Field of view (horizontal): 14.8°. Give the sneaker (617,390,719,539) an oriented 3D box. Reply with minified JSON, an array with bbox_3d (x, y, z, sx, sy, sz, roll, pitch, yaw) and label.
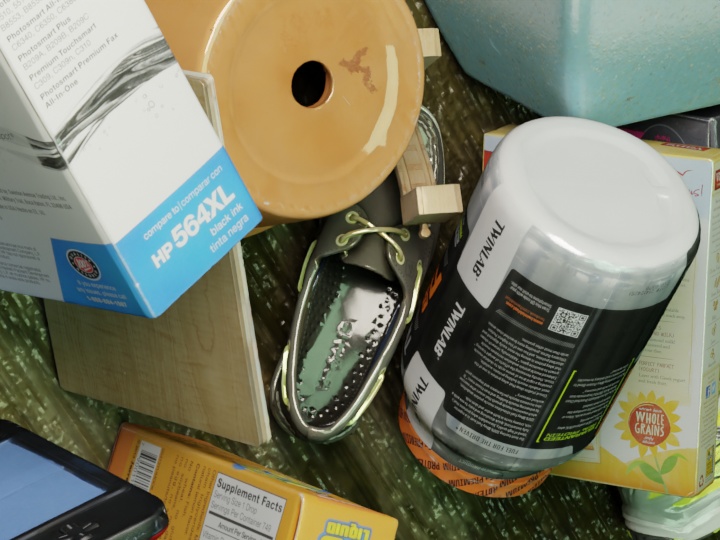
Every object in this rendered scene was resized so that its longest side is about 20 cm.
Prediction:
[{"bbox_3d":[0.245,0.098,1.732,0.200,0.075,0.077,-29,114,-27],"label":"sneaker"}]

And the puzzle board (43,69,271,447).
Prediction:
[{"bbox_3d":[-0.114,-0.016,1.420,0.017,0.150,0.201,-30,122,-41],"label":"puzzle board"}]

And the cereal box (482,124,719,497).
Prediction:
[{"bbox_3d":[0.138,0.022,1.605,0.039,0.143,0.201,-22,117,-60],"label":"cereal box"}]

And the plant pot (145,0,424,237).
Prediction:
[{"bbox_3d":[-0.060,-0.105,1.453,0.199,0.140,0.201,-7,103,-31],"label":"plant pot"}]

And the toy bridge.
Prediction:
[{"bbox_3d":[0.024,-0.116,1.521,0.027,0.067,0.201,-4,82,-16],"label":"toy bridge"}]

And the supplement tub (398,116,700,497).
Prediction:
[{"bbox_3d":[0.096,0.025,1.519,0.122,0.123,0.200,-7,139,-32],"label":"supplement tub"}]

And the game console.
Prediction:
[{"bbox_3d":[-0.219,0.088,1.351,0.172,0.200,0.119,-25,114,-26],"label":"game console"}]

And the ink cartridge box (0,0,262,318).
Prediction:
[{"bbox_3d":[-0.155,-0.086,1.297,0.084,0.146,0.200,-42,121,-27],"label":"ink cartridge box"}]

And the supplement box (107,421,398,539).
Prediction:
[{"bbox_3d":[-0.063,0.134,1.462,0.066,0.200,0.069,17,91,-34],"label":"supplement box"}]

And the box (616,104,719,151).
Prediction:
[{"bbox_3d":[0.254,-0.068,1.675,0.199,0.122,0.107,-15,107,-30],"label":"box"}]

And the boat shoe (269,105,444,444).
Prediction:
[{"bbox_3d":[0.003,0.001,1.553,0.072,0.060,0.203,19,89,-7],"label":"boat shoe"}]

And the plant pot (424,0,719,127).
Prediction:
[{"bbox_3d":[0.138,-0.192,1.543,0.195,0.196,0.201,-14,120,-30],"label":"plant pot"}]
